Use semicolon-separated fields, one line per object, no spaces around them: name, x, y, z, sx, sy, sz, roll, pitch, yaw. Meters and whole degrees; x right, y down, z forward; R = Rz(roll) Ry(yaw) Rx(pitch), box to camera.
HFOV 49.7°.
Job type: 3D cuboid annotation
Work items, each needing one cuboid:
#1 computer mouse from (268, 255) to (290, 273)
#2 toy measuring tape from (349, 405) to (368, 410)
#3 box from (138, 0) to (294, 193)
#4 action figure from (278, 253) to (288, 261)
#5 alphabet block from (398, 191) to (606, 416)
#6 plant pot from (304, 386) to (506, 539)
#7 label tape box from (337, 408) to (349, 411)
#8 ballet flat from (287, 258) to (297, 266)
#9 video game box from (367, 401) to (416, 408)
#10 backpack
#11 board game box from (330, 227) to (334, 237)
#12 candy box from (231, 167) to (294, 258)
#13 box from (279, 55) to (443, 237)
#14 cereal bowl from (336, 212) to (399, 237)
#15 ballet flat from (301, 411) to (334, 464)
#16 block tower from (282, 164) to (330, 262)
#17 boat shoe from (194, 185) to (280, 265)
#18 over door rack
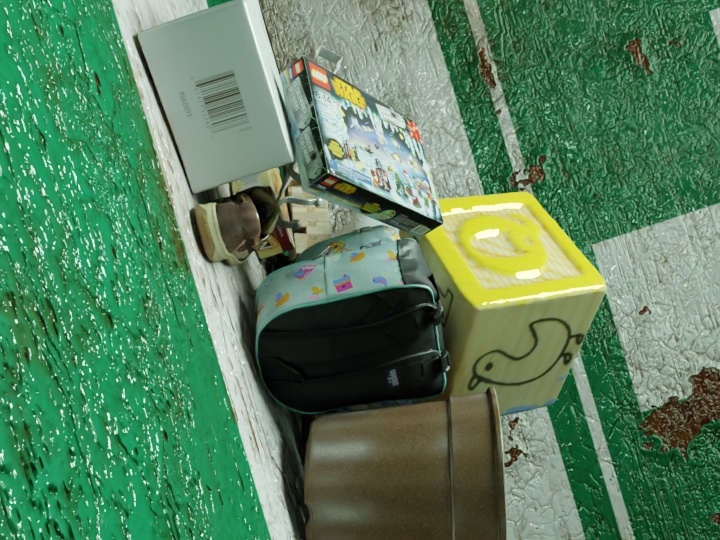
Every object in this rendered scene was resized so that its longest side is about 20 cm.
computer mouse;-0.090;0.048;1.160;0.200;0.052;0.141;-14;82;-80
toy measuring tape;-0.025;0.189;1.089;0.202;0.073;0.074;55;8;-19
box;-0.138;-0.190;0.800;0.201;0.104;0.155;-103;176;-70
action figure;-0.131;-0.095;1.261;0.202;0.051;0.066;-108;176;-46
alphabet block;0.151;0.044;0.963;0.198;0.191;0.203;-121;-149;-43
plant pot;0.046;0.225;0.807;0.200;0.193;0.206;-1;90;-86
label tape box;-0.012;0.291;1.029;0.146;0.062;0.203;-105;177;-49
ballet flat;-0.085;0.049;0.972;0.201;0.071;0.074;71;2;-59
video game box;0.035;0.197;1.121;0.047;0.197;0.186;-39;140;-41
backpack;-0.018;0.057;0.832;0.155;0.195;0.178;-110;-174;-48
board game box;-0.066;-0.026;1.207;0.200;0.034;0.138;40;27;-70
candy box;-0.140;-0.130;1.059;0.117;0.054;0.203;73;2;-47
box;0.005;-0.125;0.823;0.198;0.039;0.140;17;53;-49
cereal bowl;0.000;0.000;1.062;0.200;0.081;0.205;14;89;-88
ballet flat;-0.036;0.157;0.946;0.067;0.055;0.205;63;33;-64
block tower;-0.078;-0.105;1.102;0.054;0.056;0.205;123;-34;-61
boat shoe;-0.114;-0.050;0.794;0.200;0.070;0.074;-64;137;-88
over door rack;-0.053;-0.163;0.953;0.202;0.065;0.149;-87;-162;-52
